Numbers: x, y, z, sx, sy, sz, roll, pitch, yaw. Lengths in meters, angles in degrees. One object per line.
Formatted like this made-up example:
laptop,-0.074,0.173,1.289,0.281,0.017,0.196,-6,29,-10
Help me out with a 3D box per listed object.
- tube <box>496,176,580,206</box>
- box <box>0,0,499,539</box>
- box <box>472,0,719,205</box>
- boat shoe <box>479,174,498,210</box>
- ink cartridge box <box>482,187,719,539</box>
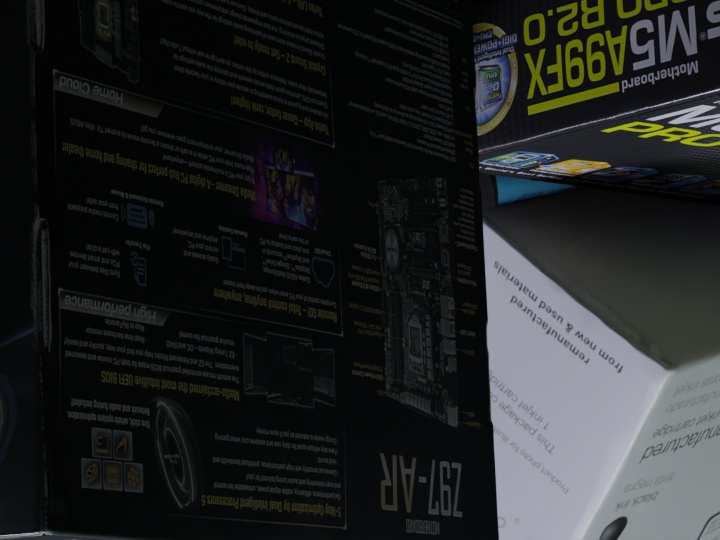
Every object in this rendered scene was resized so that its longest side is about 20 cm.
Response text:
tube,-0.002,-0.029,0.965,0.199,0.051,0.077,-2,178,-30
box,-0.033,-0.014,0.674,0.043,0.161,0.200,-7,171,28
box,0.142,-0.054,0.840,0.199,0.045,0.160,6,168,-42
boat shoe,-0.003,-0.021,0.854,0.072,0.066,0.200,-27,157,9
ink cartridge box,0.069,0.074,0.942,0.086,0.201,0.146,39,-149,29
